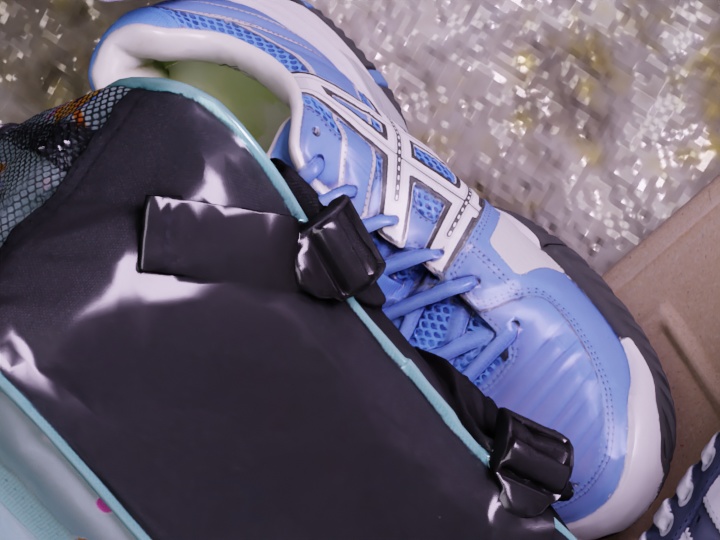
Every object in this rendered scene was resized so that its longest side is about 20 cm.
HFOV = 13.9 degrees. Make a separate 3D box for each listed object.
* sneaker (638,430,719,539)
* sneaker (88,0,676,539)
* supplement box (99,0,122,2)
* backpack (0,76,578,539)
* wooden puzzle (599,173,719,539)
[{"bbox_3d":[0.091,0.062,0.715,0.108,0.070,0.201,12,95,36],"label":"sneaker"},{"bbox_3d":[0.000,0.000,0.782,0.200,0.077,0.076,43,108,24],"label":"sneaker"},{"bbox_3d":[-0.031,-0.174,0.772,0.061,0.109,0.201,29,106,15],"label":"supplement box"},{"bbox_3d":[-0.063,0.053,0.719,0.153,0.200,0.176,-48,110,-11],"label":"backpack"},{"bbox_3d":[0.128,0.063,0.759,0.200,0.046,0.186,-44,61,25],"label":"wooden puzzle"}]
